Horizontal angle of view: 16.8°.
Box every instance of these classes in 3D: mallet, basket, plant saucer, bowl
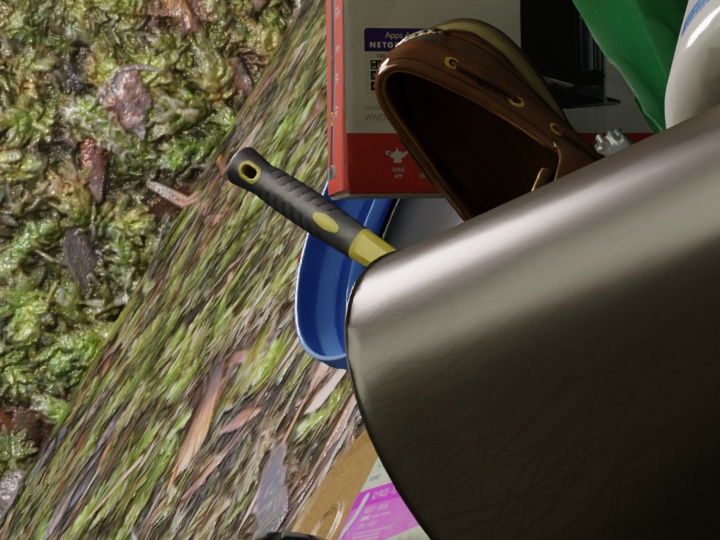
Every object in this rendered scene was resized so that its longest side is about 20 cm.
[{"bbox_3d":[0.000,0.000,1.101,0.200,0.041,0.066,24,89,42],"label":"mallet"},{"bbox_3d":[0.120,0.021,0.825,0.200,0.180,0.136,-38,5,39],"label":"basket"},{"bbox_3d":[-0.008,0.154,1.342,0.200,0.035,0.200,-55,12,17],"label":"plant saucer"},{"bbox_3d":[0.039,-0.038,1.187,0.201,0.039,0.201,-48,25,31],"label":"bowl"}]

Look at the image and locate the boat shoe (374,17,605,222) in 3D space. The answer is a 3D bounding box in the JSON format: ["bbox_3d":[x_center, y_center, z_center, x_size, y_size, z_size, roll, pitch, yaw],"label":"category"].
[{"bbox_3d":[0.079,-0.019,0.979,0.072,0.200,0.068,-49,-12,25],"label":"boat shoe"}]

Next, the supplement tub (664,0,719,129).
[{"bbox_3d":[0.191,-0.110,0.908,0.132,0.132,0.200,-48,15,44],"label":"supplement tub"}]

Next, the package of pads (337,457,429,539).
[{"bbox_3d":[0.068,0.075,1.123,0.155,0.068,0.200,-62,12,-18],"label":"package of pads"}]

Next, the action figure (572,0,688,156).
[{"bbox_3d":[0.135,-0.057,0.959,0.118,0.200,0.055,-8,-22,-41],"label":"action figure"}]

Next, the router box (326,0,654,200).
[{"bbox_3d":[0.084,-0.121,1.069,0.049,0.199,0.180,174,94,-80],"label":"router box"}]

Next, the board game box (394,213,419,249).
[{"bbox_3d":[0.087,-0.056,1.322,0.200,0.097,0.159,-56,11,15],"label":"board game box"}]

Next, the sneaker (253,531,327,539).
[{"bbox_3d":[-0.023,0.201,1.083,0.200,0.075,0.079,-106,30,-49],"label":"sneaker"}]
